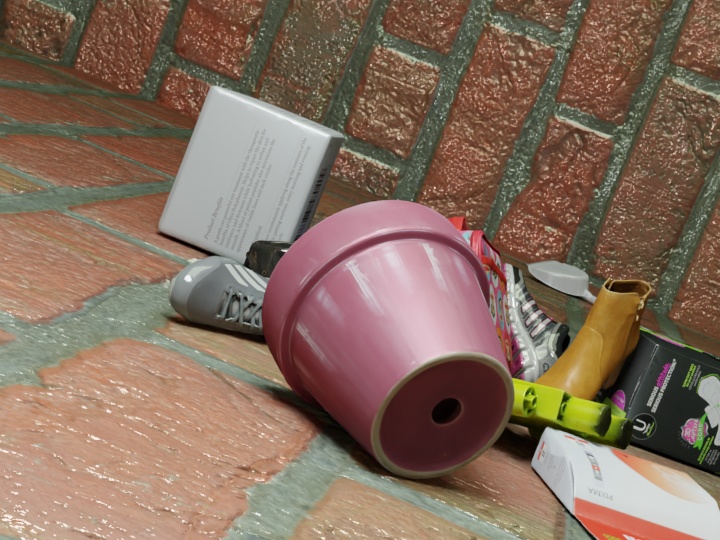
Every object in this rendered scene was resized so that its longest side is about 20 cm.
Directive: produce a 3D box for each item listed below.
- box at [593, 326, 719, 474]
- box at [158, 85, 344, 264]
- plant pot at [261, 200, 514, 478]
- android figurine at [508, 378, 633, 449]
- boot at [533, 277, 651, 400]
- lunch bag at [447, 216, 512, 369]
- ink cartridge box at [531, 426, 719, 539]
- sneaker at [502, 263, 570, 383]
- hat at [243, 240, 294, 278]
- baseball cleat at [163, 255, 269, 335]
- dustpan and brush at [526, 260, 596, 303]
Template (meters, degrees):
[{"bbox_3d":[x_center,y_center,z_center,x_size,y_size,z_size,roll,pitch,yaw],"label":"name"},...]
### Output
[{"bbox_3d":[0.398,0.160,1.762,0.199,0.125,0.149,21,7,-14],"label":"box"},{"bbox_3d":[-0.139,-0.118,1.876,0.170,0.200,0.200,22,6,2],"label":"box"},{"bbox_3d":[0.035,0.068,1.202,0.199,0.201,0.179,17,24,-32],"label":"plant pot"},{"bbox_3d":[0.166,0.139,1.434,0.199,0.041,0.182,10,-12,32],"label":"android figurine"},{"bbox_3d":[0.259,0.085,1.640,0.071,0.145,0.201,29,32,29],"label":"boot"},{"bbox_3d":[0.115,0.030,1.560,0.081,0.177,0.200,-6,-9,12],"label":"lunch bag"},{"bbox_3d":[0.257,0.212,1.294,0.161,0.050,0.200,20,5,-14],"label":"ink cartridge box"},{"bbox_3d":[0.211,0.075,1.767,0.087,0.074,0.201,9,41,-18],"label":"sneaker"},{"bbox_3d":[-0.075,0.009,1.625,0.200,0.081,0.201,23,7,-3],"label":"hat"},{"bbox_3d":[-0.101,0.035,1.422,0.106,0.070,0.200,26,9,30],"label":"baseball cleat"},{"bbox_3d":[0.471,0.036,3.117,0.199,0.058,0.139,20,16,34],"label":"dustpan and brush"}]
